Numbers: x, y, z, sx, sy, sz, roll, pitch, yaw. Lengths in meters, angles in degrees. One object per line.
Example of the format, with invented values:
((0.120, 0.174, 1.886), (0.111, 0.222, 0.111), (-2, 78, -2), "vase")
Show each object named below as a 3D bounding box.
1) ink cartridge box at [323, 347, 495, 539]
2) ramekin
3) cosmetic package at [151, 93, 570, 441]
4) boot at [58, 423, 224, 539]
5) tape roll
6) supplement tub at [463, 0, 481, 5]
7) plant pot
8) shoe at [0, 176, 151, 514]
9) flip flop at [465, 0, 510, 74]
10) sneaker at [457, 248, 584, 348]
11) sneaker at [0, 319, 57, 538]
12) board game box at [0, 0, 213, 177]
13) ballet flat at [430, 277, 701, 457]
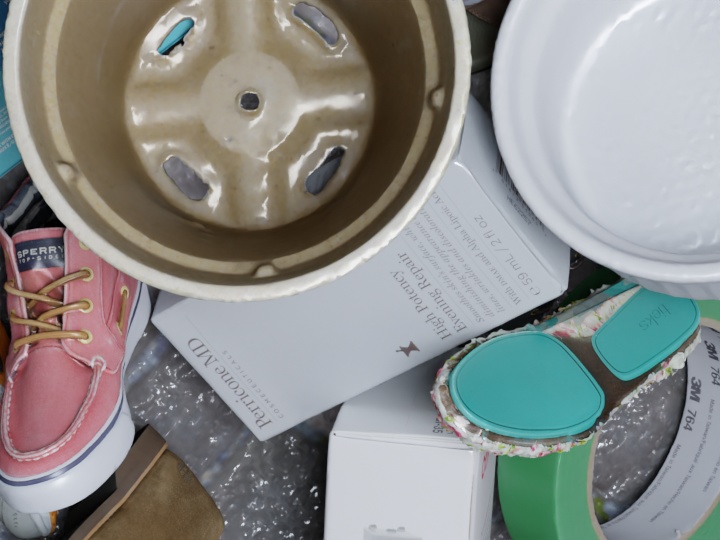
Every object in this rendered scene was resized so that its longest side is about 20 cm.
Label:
((0.028, 0.156, 1.241), (0.082, 0.147, 0.202), (5, 108, 7), "ink cartridge box")
((0.169, -0.082, 1.108), (0.201, 0.200, 0.098), (-53, 160, -2), "ramekin")
((0.000, 0.000, 1.174), (0.199, 0.074, 0.102), (-29, 117, 25), "cosmetic package")
((-0.134, 0.166, 1.162), (0.075, 0.074, 0.200), (44, 44, -7), "boot")
((0.164, 0.093, 1.321), (0.200, 0.048, 0.202), (-20, 119, -39), "tape roll")
((0.083, -0.225, 1.145), (0.107, 0.107, 0.200), (52, 54, -28), "supplement tub")
((-0.055, -0.086, 1.043), (0.199, 0.183, 0.202), (0, 89, -2), "plant pot")
((-0.151, 0.027, 1.104), (0.071, 0.201, 0.091), (-12, 120, 11), "shoe")
((0.096, -0.158, 1.199), (0.199, 0.058, 0.082), (-13, 83, 11), "flip flop")
((0.109, -0.023, 1.241), (0.106, 0.199, 0.075), (53, 36, -35), "sneaker")
((-0.216, 0.061, 1.160), (0.091, 0.076, 0.201), (-14, 123, 8), "sneaker")
((-0.187, -0.165, 1.107), (0.151, 0.047, 0.201), (-38, 118, -11), "board game box")
((0.102, 0.059, 1.163), (0.199, 0.064, 0.076), (-19, 70, -41), "ballet flat")
